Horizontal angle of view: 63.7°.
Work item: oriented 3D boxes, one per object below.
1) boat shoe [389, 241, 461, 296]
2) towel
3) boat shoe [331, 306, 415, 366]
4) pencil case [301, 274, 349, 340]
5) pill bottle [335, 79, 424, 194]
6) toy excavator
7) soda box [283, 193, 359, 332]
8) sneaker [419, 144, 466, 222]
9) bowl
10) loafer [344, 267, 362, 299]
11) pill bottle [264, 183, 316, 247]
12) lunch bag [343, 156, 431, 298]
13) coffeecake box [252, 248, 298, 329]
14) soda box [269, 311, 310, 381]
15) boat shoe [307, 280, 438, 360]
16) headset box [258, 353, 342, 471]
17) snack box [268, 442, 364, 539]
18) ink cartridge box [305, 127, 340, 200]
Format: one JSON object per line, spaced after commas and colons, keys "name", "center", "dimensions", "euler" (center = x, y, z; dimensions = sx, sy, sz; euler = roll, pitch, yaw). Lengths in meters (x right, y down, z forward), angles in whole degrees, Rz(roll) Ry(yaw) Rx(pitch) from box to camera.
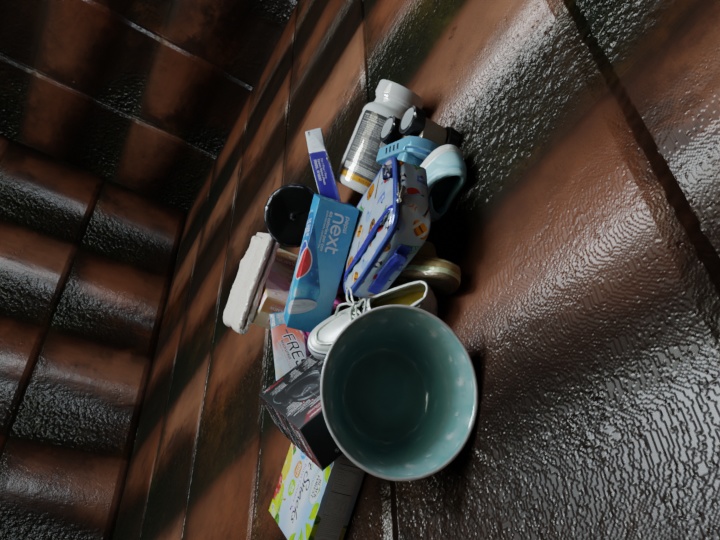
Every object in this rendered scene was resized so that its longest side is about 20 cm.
{"name": "boat shoe", "center": [0.091, -0.010, 0.871], "dimensions": [0.078, 0.071, 0.199], "euler": [-62, 23, -14]}
{"name": "towel", "center": [-0.220, 0.021, 1.155], "dimensions": [0.132, 0.034, 0.206], "euler": [8, 78, 64]}
{"name": "boat shoe", "center": [0.021, 0.106, 0.877], "dimensions": [0.198, 0.070, 0.071], "euler": [14, 63, 52]}
{"name": "pencil case", "center": [-0.067, 0.061, 1.054], "dimensions": [0.090, 0.094, 0.201], "euler": [-42, 18, 11]}
{"name": "pill bottle", "center": [0.038, -0.240, 1.088], "dimensions": [0.205, 0.114, 0.116], "euler": [-66, 25, 7]}
{"name": "toy excavator", "center": [0.061, -0.149, 0.988], "dimensions": [0.193, 0.098, 0.206], "euler": [-4, 67, 62]}
{"name": "soda box", "center": [-0.064, -0.009, 0.905], "dimensions": [0.064, 0.066, 0.206], "euler": [-134, 59, -73]}
{"name": "sneaker", "center": [0.095, -0.101, 0.919], "dimensions": [0.202, 0.072, 0.083], "euler": [-55, 26, 31]}
{"name": "bowl", "center": [0.039, 0.154, 0.735], "dimensions": [0.105, 0.195, 0.207], "euler": [129, 156, -72]}
{"name": "loafer", "center": [0.000, 0.000, 1.037], "dimensions": [0.074, 0.070, 0.202], "euler": [-58, 27, 21]}
{"name": "pill bottle", "center": [-0.127, -0.111, 1.128], "dimensions": [0.200, 0.109, 0.115], "euler": [-121, 55, -80]}
{"name": "lunch bag", "center": [0.035, -0.056, 0.853], "dimensions": [0.201, 0.074, 0.164], "euler": [123, 157, -47]}
{"name": "coffeecake box", "center": [-0.150, 0.045, 1.214], "dimensions": [0.074, 0.150, 0.202], "euler": [-56, 28, 24]}
{"name": "soda box", "center": [-0.123, 0.178, 1.066], "dimensions": [0.069, 0.061, 0.207], "euler": [81, -179, -77]}
{"name": "boat shoe", "center": [0.010, 0.062, 0.809], "dimensions": [0.196, 0.087, 0.076], "euler": [-18, 52, 8]}
{"name": "headset box", "center": [-0.047, 0.192, 0.857], "dimensions": [0.147, 0.079, 0.198], "euler": [-35, 20, -22]}
{"name": "snack box", "center": [-0.064, 0.326, 0.927], "dimensions": [0.168, 0.066, 0.206], "euler": [12, 83, 64]}
{"name": "ink cartridge box", "center": [-0.065, -0.162, 1.170], "dimensions": [0.201, 0.039, 0.204], "euler": [-106, 2, -61]}
